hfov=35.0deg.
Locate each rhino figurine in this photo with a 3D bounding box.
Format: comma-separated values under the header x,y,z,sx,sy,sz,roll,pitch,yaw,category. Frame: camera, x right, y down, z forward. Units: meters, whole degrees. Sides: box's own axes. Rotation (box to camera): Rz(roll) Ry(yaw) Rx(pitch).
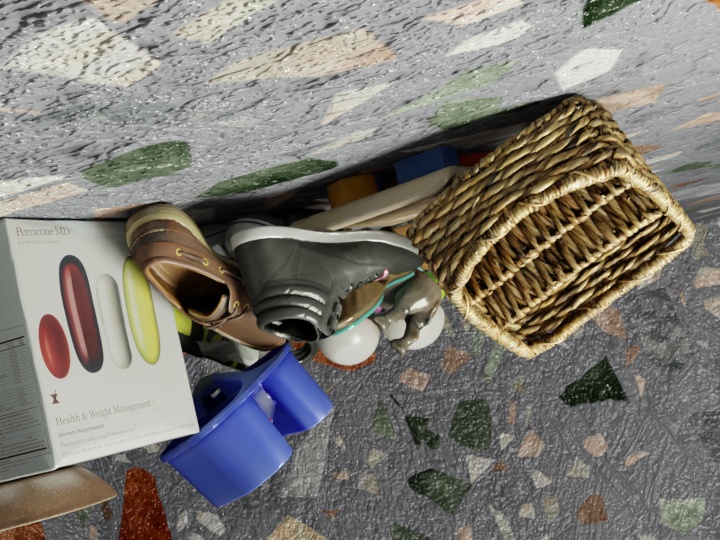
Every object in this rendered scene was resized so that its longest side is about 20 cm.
x,y,z,sx,sy,sz,roll,pitch,yaw,category
0.010,0.005,1.282,0.087,0.200,0.060,-41,144,-13,rhino figurine

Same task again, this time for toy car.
x,y,z,sx,sy,sz,roll,pitch,yaw,category
0.013,0.013,1.492,0.199,0.175,0.150,-14,138,8,toy car

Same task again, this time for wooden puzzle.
x,y,z,sx,sy,sz,roll,pitch,yaw,category
0.052,-0.079,1.087,0.185,0.046,0.200,-17,178,36,wooden puzzle

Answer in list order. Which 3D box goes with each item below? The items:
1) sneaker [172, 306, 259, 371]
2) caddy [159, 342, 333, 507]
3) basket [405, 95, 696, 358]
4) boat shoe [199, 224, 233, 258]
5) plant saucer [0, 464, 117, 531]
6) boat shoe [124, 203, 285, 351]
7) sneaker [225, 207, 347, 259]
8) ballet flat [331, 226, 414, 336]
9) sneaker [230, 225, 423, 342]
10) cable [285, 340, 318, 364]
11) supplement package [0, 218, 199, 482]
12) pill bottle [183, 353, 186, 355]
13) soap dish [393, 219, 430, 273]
x,y,z,sx,sy,sz,roll,pitch,yaw,category
-0.168,0.048,1.161,0.075,0.077,0.200,16,175,30,sneaker
-0.120,0.144,1.116,0.141,0.105,0.200,-47,-174,-35,caddy
0.160,-0.031,0.972,0.200,0.149,0.143,-37,164,20,basket
-0.150,-0.013,1.153,0.066,0.072,0.200,17,-159,23,boat shoe
-0.310,0.200,0.973,0.200,0.037,0.200,-13,174,-1,plant saucer
-0.134,0.023,1.019,0.072,0.068,0.200,-32,133,16,boat shoe
-0.069,-0.031,1.147,0.078,0.080,0.200,0,161,25,sneaker
0.000,0.000,1.144,0.068,0.073,0.200,-15,-169,29,ballet flat
-0.022,0.017,1.035,0.199,0.100,0.071,1,162,-33,sneaker
-0.084,0.040,1.163,0.097,0.050,0.200,-37,154,7,cable
-0.269,0.070,0.990,0.147,0.201,0.191,-16,174,28,supplement package
-0.193,0.035,1.263,0.116,0.116,0.200,-18,173,43,pill bottle
0.156,-0.060,1.248,0.157,0.082,0.200,-14,180,-39,soap dish
